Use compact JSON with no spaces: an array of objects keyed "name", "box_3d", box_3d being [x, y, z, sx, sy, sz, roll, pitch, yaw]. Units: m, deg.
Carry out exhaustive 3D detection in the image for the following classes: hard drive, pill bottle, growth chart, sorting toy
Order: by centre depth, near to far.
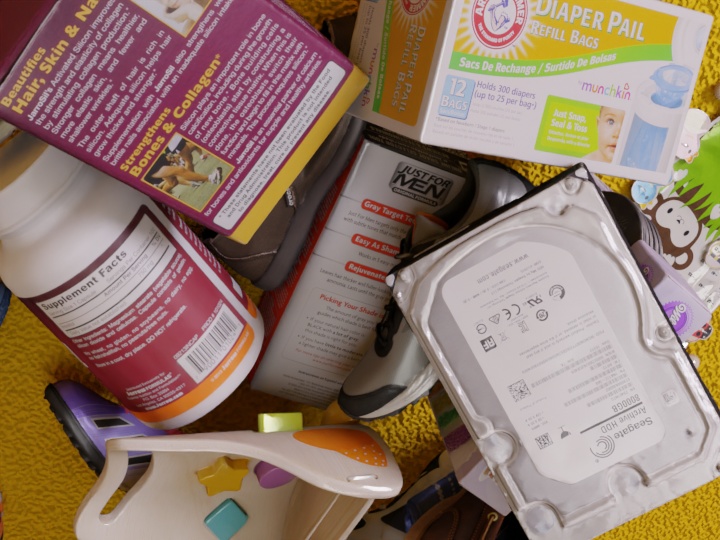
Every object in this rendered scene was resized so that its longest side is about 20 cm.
[{"name":"hard drive","box_3d":[0.121,0.056,0.777,0.139,0.038,0.201,-28,95,14]},{"name":"pill bottle","box_3d":[-0.161,0.001,0.847,0.112,0.113,0.200,-34,118,8]},{"name":"sorting toy","box_3d":[-0.096,0.153,0.882,0.178,0.108,0.201,8,137,-24]},{"name":"growth chart","box_3d":[0.253,-0.031,0.968,0.144,0.018,0.201,26,109,-21]}]

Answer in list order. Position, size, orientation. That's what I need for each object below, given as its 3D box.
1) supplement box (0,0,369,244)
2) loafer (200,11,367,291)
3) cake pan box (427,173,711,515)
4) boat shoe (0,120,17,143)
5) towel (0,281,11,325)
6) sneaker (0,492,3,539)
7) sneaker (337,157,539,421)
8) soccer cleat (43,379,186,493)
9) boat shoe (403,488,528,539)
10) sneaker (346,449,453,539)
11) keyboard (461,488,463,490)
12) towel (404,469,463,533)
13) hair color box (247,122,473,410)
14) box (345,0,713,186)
[{"name":"supplement box","box_3d":[-0.114,-0.122,0.730,0.131,0.103,0.199,-50,137,9]},{"name":"loafer","box_3d":[-0.050,-0.078,0.849,0.070,0.073,0.202,17,112,-19]},{"name":"cake pan box","box_3d":[0.129,0.039,0.884,0.052,0.185,0.200,36,107,-25]},{"name":"boat shoe","box_3d":[-0.196,-0.161,0.785,0.073,0.075,0.201,36,97,-15]},{"name":"towel","box_3d":[-0.342,0.018,0.857,0.199,0.049,0.112,25,110,-22]},{"name":"sneaker","box_3d":[-0.342,0.167,0.899,0.198,0.112,0.078,22,112,-21]},{"name":"sneaker","box_3d":[0.045,0.012,0.855,0.079,0.074,0.201,34,100,-18]},{"name":"soccer cleat","box_3d":[-0.151,0.137,0.956,0.073,0.068,0.200,-42,119,-6]},{"name":"boat shoe","box_3d":[0.109,0.164,0.905,0.070,0.200,0.071,-1,119,41]},{"name":"sneaker","box_3d":[-0.001,0.207,1.013,0.200,0.129,0.080,-58,143,-18]},{"name":"keyboard","box_3d":[0.131,0.205,1.007,0.057,0.011,0.201,-54,134,-21]},{"name":"towel","box_3d":[0.112,0.187,1.003,0.199,0.024,0.146,-29,124,-33]},{"name":"hair color box","box_3d":[0.000,0.000,0.908,0.101,0.061,0.201,18,114,-21]},{"name":"box","box_3d":[0.101,-0.128,0.796,0.198,0.101,0.114,5,104,-32]}]
